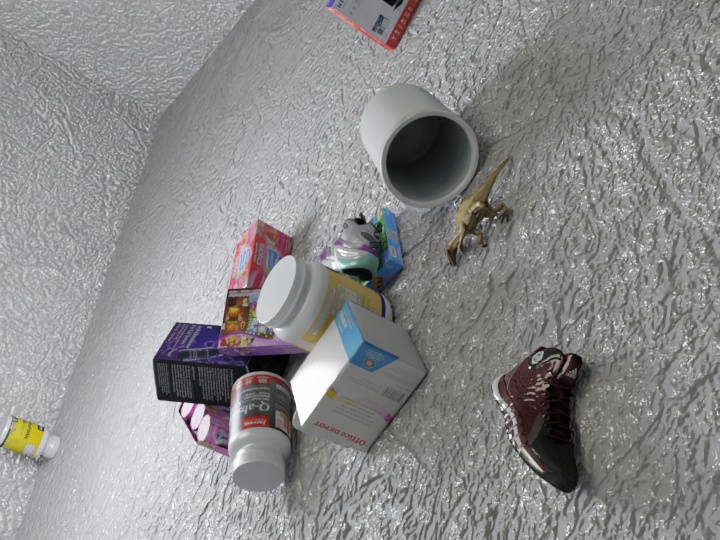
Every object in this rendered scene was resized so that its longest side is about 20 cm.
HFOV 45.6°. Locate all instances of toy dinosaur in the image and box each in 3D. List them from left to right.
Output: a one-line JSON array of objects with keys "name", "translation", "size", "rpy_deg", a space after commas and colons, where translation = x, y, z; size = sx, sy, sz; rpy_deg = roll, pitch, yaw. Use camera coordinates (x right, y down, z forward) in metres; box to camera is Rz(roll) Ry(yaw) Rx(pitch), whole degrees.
[{"name": "toy dinosaur", "translation": [0.183, -0.097, 1.331], "size": [0.201, 0.058, 0.101], "rpy_deg": [-60, 25, 5]}]

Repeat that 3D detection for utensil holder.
[{"name": "utensil holder", "translation": [0.094, -0.225, 1.491], "size": [0.170, 0.169, 0.200], "rpy_deg": [-55, 26, 16]}]

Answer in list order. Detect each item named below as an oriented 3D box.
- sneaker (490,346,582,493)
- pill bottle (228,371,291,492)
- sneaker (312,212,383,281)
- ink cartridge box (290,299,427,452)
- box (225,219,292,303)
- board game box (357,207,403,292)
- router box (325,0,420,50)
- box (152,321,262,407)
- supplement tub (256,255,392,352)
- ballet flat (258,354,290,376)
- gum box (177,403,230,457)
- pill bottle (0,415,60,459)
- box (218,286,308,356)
[{"name": "sneaker", "translation": [0.226, 0.155, 1.001], "size": [0.116, 0.075, 0.200], "rpy_deg": [-51, 28, 17]}, {"name": "pill bottle", "translation": [-0.184, 0.295, 1.573], "size": [0.116, 0.115, 0.201], "rpy_deg": [-46, 31, 30]}, {"name": "sneaker", "translation": [-0.025, -0.043, 1.570], "size": [0.199, 0.078, 0.141], "rpy_deg": [-10, 56, 47]}, {"name": "ink cartridge box", "translation": [-0.014, 0.177, 1.355], "size": [0.201, 0.128, 0.125], "rpy_deg": [-54, 27, 17]}, {"name": "box", "translation": [-0.228, 0.000, 1.946], "size": [0.095, 0.102, 0.201], "rpy_deg": [-39, 34, 39]}, {"name": "board game box", "translation": [0.000, 0.000, 1.600], "size": [0.200, 0.036, 0.152], "rpy_deg": [-48, 30, 30]}, {"name": "router box", "translation": [0.045, -0.636, 1.948], "size": [0.201, 0.179, 0.049], "rpy_deg": [-61, 25, 4]}, {"name": "box", "translation": [-0.302, 0.190, 1.739], "size": [0.148, 0.198, 0.105], "rpy_deg": [-76, -12, -62]}, {"name": "supplement tub", "translation": [-0.061, 0.072, 1.459], "size": [0.145, 0.199, 0.146], "rpy_deg": [-42, 33, 35]}, {"name": "ballet flat", "translation": [-0.159, 0.139, 1.731], "size": [0.201, 0.066, 0.057], "rpy_deg": [-65, 16, -7]}, {"name": "gum box", "translation": [-0.293, 0.315, 1.756], "size": [0.067, 0.113, 0.200], "rpy_deg": [-62, 26, 0]}, {"name": "pill bottle", "translation": [-1.163, 0.590, 2.999], "size": [0.111, 0.199, 0.112], "rpy_deg": [-41, 33, 36]}, {"name": "box", "translation": [-0.171, 0.097, 1.675], "size": [0.198, 0.039, 0.138], "rpy_deg": [-4, 55, 10]}]
